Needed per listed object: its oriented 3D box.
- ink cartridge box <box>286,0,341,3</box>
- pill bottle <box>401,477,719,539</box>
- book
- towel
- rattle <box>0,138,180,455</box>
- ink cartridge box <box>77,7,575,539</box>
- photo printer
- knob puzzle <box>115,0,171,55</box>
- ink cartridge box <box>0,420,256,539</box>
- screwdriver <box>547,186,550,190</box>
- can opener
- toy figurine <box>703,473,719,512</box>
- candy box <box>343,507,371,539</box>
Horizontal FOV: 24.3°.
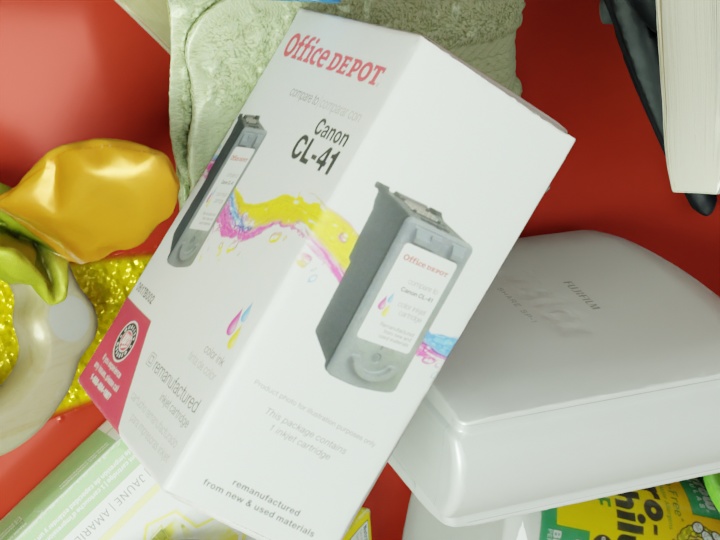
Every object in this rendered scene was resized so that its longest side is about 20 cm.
[{"bbox_3d":[-0.117,-0.182,0.651,0.200,0.147,0.145,4,96,14],"label":"ink cartridge box"},{"bbox_3d":[0.132,0.152,0.875,0.200,0.113,0.113,16,90,-25],"label":"pill bottle"},{"bbox_3d":[0.217,-0.111,0.877,0.200,0.048,0.134,-11,103,-54],"label":"book"},{"bbox_3d":[-0.001,-0.081,0.801,0.200,0.036,0.149,-18,120,-29],"label":"towel"},{"bbox_3d":[-0.173,0.040,0.682,0.200,0.143,0.130,-40,123,-40],"label":"rattle"},{"bbox_3d":[-0.021,0.000,0.700,0.086,0.148,0.200,29,91,-26],"label":"ink cartridge box"},{"bbox_3d":[0.096,0.044,0.818,0.200,0.166,0.070,-7,120,-23],"label":"photo printer"},{"bbox_3d":[-0.068,-0.204,0.782,0.219,0.030,0.220,-4,99,-25],"label":"knob puzzle"},{"bbox_3d":[-0.071,0.159,0.818,0.146,0.048,0.200,-44,110,-15],"label":"ink cartridge box"},{"bbox_3d":[0.000,0.000,0.799,0.200,0.028,0.029,-18,122,-10],"label":"screwdriver"},{"bbox_3d":[0.163,-0.117,0.889,0.079,0.063,0.200,-49,127,-41],"label":"can opener"},{"bbox_3d":[0.300,0.078,0.876,0.200,0.150,0.184,17,122,-45],"label":"toy figurine"},{"bbox_3d":[-0.022,0.223,0.808,0.102,0.026,0.200,-43,135,-57],"label":"candy box"}]
